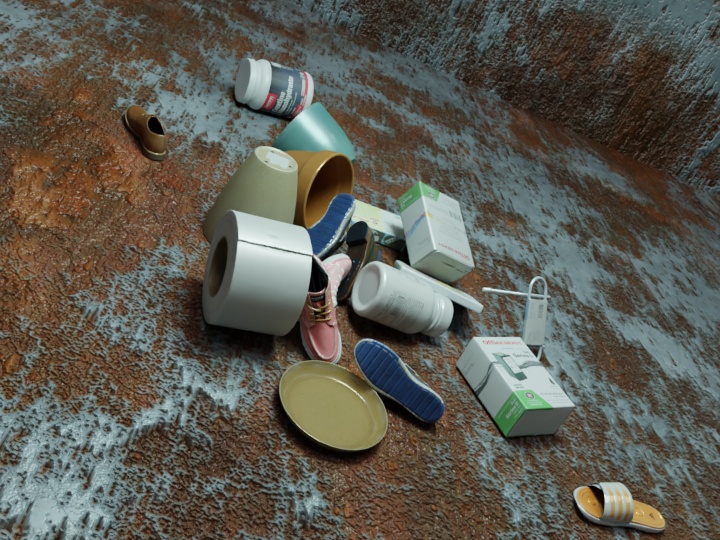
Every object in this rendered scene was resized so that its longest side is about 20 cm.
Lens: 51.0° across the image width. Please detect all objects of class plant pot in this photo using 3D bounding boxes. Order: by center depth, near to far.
[{"bbox_3d":[-0.048,0.233,1.275,0.198,0.028,0.201,21,29,-12],"label":"plant pot"},{"bbox_3d":[-0.207,-0.147,1.561,0.185,0.201,0.188,20,29,-12],"label":"plant pot"},{"bbox_3d":[-0.124,-0.188,1.723,0.139,0.202,0.199,22,25,26],"label":"plant pot"},{"bbox_3d":[-0.110,-0.286,1.872,0.161,0.201,0.200,43,31,3],"label":"plant pot"}]

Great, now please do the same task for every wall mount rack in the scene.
[{"bbox_3d":[0.348,0.110,1.684,0.172,0.203,0.074,7,-1,-37],"label":"wall mount rack"}]

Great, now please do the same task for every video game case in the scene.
[{"bbox_3d":[0.171,0.034,1.696,0.198,0.023,0.182,26,4,-3],"label":"video game case"}]

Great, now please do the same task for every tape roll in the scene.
[{"bbox_3d":[-0.187,0.006,1.338,0.138,0.204,0.204,12,33,-24],"label":"tape roll"}]

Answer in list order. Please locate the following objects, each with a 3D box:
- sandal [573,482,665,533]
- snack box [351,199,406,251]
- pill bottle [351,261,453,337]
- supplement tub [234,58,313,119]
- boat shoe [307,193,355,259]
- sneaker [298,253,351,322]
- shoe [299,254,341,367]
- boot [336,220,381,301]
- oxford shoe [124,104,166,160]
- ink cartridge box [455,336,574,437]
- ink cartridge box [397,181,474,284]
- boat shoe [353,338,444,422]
[{"bbox_3d":[0.483,0.424,1.380,0.205,0.060,0.080,16,31,-20],"label":"sandal"},{"bbox_3d":[0.017,-0.122,1.870,0.198,0.037,0.117,20,30,-14],"label":"snack box"},{"bbox_3d":[0.089,0.066,1.550,0.199,0.115,0.115,23,28,-30],"label":"pill bottle"},{"bbox_3d":[-0.248,-0.524,2.174,0.198,0.141,0.141,8,34,-30],"label":"supplement tub"},{"bbox_3d":[-0.066,-0.076,1.663,0.072,0.073,0.201,22,57,22],"label":"boat shoe"},{"bbox_3d":[-0.067,0.046,1.490,0.104,0.076,0.199,40,46,21],"label":"sneaker"},{"bbox_3d":[-0.080,0.072,1.365,0.071,0.091,0.202,-11,70,-9],"label":"shoe"},{"bbox_3d":[0.000,0.000,1.623,0.097,0.074,0.202,50,47,-42],"label":"boot"},{"bbox_3d":[-0.494,-0.340,1.758,0.071,0.072,0.200,-3,40,-39],"label":"oxford shoe"},{"bbox_3d":[0.306,0.229,1.514,0.145,0.085,0.201,4,36,-36],"label":"ink cartridge box"},{"bbox_3d":[0.177,-0.087,1.780,0.144,0.087,0.202,22,45,-39],"label":"ink cartridge box"},{"bbox_3d":[0.065,0.200,1.375,0.200,0.072,0.072,44,0,-2],"label":"boat shoe"}]
